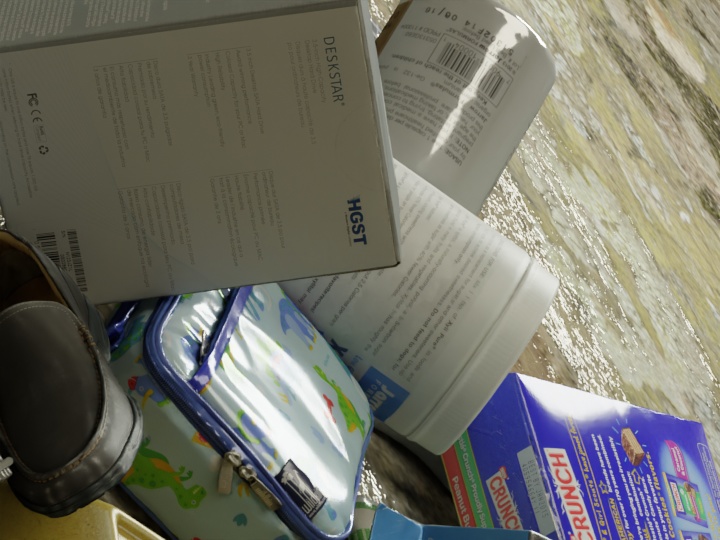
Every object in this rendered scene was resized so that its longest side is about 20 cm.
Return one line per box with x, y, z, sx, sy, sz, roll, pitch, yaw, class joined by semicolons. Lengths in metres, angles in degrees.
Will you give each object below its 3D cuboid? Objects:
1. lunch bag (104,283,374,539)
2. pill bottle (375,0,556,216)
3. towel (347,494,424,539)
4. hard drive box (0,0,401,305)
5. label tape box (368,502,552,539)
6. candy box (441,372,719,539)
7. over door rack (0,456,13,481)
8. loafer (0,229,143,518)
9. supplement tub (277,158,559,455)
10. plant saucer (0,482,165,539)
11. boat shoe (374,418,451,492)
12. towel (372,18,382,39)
-0.071;0.072;1.555;0.161;0.082;0.200;49;19;-10;lunch bag
0.032;-0.074;1.849;0.114;0.114;0.200;43;66;-30;pill bottle
0.056;0.230;1.680;0.152;0.023;0.200;31;32;-48;towel
-0.087;-0.072;1.495;0.077;0.199;0.156;-91;173;-61;hard drive box
0.084;0.221;1.570;0.200;0.066;0.144;29;62;-38;label tape box
0.149;0.165;1.787;0.200;0.077;0.170;19;49;-47;candy box
-0.219;0.048;1.239;0.148;0.067;0.200;55;-1;0;over door rack
-0.154;0.048;1.375;0.072;0.073;0.200;60;-2;-28;loafer
0.000;0.000;1.689;0.200;0.132;0.132;35;21;-1;supplement tub
-0.081;0.202;1.364;0.200;0.048;0.200;39;24;-39;plant saucer
0.048;0.078;1.840;0.200;0.067;0.074;43;22;-30;boat shoe
-0.047;-0.147;1.959;0.200;0.085;0.166;44;21;-28;towel
